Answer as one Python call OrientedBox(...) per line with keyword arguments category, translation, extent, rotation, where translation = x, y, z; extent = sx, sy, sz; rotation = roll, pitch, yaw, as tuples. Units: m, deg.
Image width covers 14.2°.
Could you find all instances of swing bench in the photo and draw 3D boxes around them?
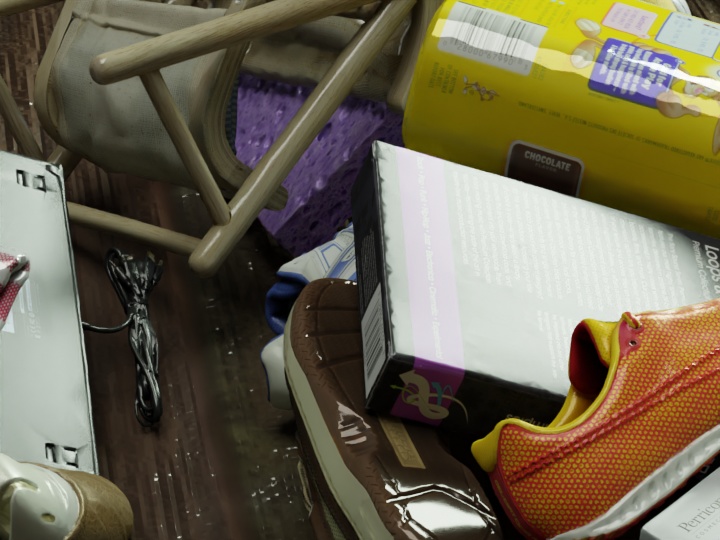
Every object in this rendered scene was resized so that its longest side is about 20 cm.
OrientedBox(category="swing bench", translation=(-0.080, -0.115, 1.446), extent=(0.200, 0.130, 0.199), rotation=(-38, 28, -23))

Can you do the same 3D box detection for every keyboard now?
OrientedBox(category="keyboard", translation=(-0.142, 0.025, 1.313), extent=(0.127, 0.021, 0.201), rotation=(15, 44, -27))

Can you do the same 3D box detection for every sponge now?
OrientedBox(category="sponge", translation=(-0.034, -0.088, 1.517), extent=(0.112, 0.030, 0.200), rotation=(-46, 33, 3))

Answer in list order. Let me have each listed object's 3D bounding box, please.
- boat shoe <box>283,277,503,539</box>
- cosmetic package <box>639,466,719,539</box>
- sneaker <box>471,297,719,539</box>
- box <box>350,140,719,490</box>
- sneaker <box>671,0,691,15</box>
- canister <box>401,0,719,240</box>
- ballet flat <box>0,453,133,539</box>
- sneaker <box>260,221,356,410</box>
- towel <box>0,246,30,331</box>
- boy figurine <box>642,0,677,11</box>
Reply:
OrientedBox(category="boat shoe", translation=(0.000, 0.082, 1.192), extent=(0.074, 0.075, 0.203), rotation=(13, 30, -18))
OrientedBox(category="cosmetic package", translation=(0.222, 0.107, 1.116), extent=(0.150, 0.052, 0.200), rotation=(27, 40, 31))
OrientedBox(category="sneaker", translation=(0.131, 0.037, 1.143), extent=(0.200, 0.077, 0.073), rotation=(-32, -5, -31))
OrientedBox(category="box", translation=(0.095, 0.025, 1.229), extent=(0.199, 0.036, 0.143), rotation=(14, 37, -14))
OrientedBox(category="sneaker", translation=(0.075, -0.113, 1.564), extent=(0.199, 0.070, 0.109), rotation=(-2, 23, 19))
OrientedBox(category="canister", translation=(0.132, -0.076, 1.369), extent=(0.199, 0.087, 0.149), rotation=(18, 24, 9))
OrientedBox(category="ballet flat", translation=(-0.170, 0.114, 1.162), extent=(0.199, 0.073, 0.068), rotation=(-24, 49, -34))
OrientedBox(category="sneaker", translation=(0.000, 0.000, 1.357), extent=(0.088, 0.076, 0.200), rotation=(-1, 27, 8))
OrientedBox(category="towel", translation=(-0.244, 0.056, 1.246), extent=(0.146, 0.030, 0.201), rotation=(13, 61, 30))
OrientedBox(category="boy figurine", translation=(0.118, -0.102, 1.501), extent=(0.199, 0.125, 0.064), rotation=(30, 14, -4))
